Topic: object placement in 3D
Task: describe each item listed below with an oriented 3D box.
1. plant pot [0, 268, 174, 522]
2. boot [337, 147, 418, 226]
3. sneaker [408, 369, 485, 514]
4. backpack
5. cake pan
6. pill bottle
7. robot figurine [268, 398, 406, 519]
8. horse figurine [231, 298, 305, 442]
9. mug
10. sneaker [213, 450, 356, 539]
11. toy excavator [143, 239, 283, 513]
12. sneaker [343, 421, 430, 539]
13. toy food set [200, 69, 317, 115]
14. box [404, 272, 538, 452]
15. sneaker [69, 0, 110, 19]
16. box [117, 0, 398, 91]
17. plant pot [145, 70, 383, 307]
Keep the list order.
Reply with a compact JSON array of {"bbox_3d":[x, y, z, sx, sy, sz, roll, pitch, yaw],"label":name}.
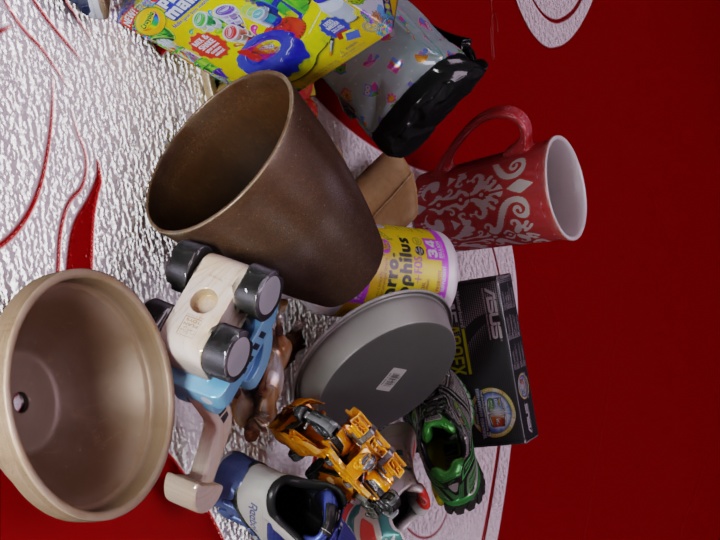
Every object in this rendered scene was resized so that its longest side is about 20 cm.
[{"bbox_3d":[-0.246,0.104,1.135,0.200,0.092,0.203,26,60,-54],"label":"plant pot"},{"bbox_3d":[-0.002,-0.100,1.646,0.200,0.066,0.177,-44,133,-54],"label":"boot"},{"bbox_3d":[0.096,0.174,1.609,0.085,0.077,0.201,68,4,-49],"label":"sneaker"},{"bbox_3d":[0.024,-0.250,1.608,0.200,0.167,0.126,49,14,11],"label":"backpack"},{"bbox_3d":[0.022,0.105,1.508,0.200,0.200,0.037,30,19,-53],"label":"cake pan"},{"bbox_3d":[0.000,0.000,1.519,0.198,0.104,0.105,5,76,-28],"label":"pill bottle"},{"bbox_3d":[-0.022,0.179,1.388,0.058,0.200,0.145,-44,102,-19],"label":"robot figurine"},{"bbox_3d":[-0.096,0.100,1.414,0.133,0.049,0.201,95,6,-46],"label":"horse figurine"},{"bbox_3d":[0.174,-0.111,1.812,0.133,0.198,0.179,3,79,-59],"label":"mug"},{"bbox_3d":[-0.054,0.255,1.388,0.199,0.114,0.081,46,64,-41],"label":"sneaker"},{"bbox_3d":[-0.133,0.103,1.275,0.195,0.099,0.201,-63,155,-25],"label":"toy excavator"},{"bbox_3d":[0.047,0.250,1.597,0.071,0.093,0.200,64,34,-27],"label":"sneaker"},{"bbox_3d":[-0.106,-0.210,1.508,0.200,0.048,0.200,-14,94,-60],"label":"toy food set"},{"bbox_3d":[0.121,0.114,1.697,0.044,0.159,0.202,-13,94,-59],"label":"box"},{"bbox_3d":[-0.281,-0.284,1.222,0.200,0.107,0.071,87,2,-71],"label":"sneaker"},{"bbox_3d":[-0.094,-0.282,1.348,0.192,0.199,0.123,27,58,-30],"label":"box"},{"bbox_3d":[-0.072,-0.056,1.354,0.200,0.186,0.188,42,47,-34],"label":"plant pot"}]
